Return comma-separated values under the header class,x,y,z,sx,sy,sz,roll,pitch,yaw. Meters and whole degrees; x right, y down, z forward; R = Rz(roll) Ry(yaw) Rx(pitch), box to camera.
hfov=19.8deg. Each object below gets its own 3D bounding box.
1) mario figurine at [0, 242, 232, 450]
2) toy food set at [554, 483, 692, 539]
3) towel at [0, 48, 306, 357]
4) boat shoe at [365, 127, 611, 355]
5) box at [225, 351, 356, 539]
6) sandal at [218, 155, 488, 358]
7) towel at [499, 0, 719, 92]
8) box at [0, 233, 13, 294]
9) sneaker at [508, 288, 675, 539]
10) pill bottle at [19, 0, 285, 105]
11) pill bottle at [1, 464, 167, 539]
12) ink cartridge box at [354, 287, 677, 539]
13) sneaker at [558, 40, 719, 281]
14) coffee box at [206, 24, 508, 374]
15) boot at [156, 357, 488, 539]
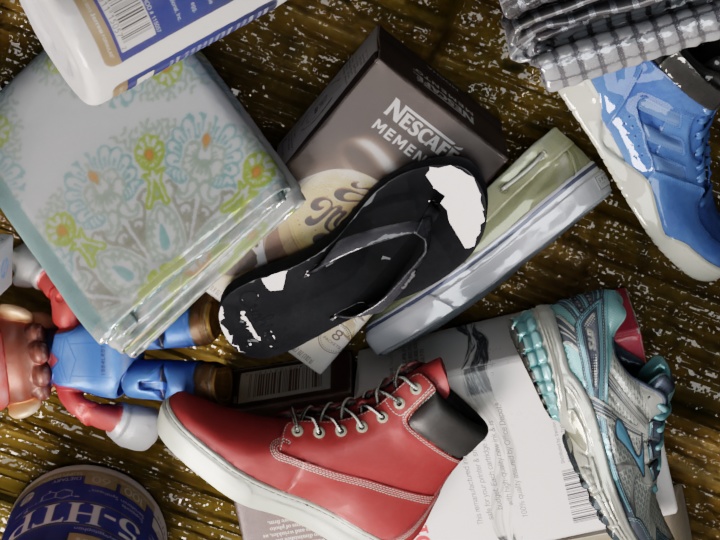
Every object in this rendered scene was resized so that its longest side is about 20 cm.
class,x,y,z,sx,sy,sz,roll,pitch,yaw
mario figurine,-0.185,0.050,1.421,0.199,0.124,0.106,0,152,12
toy food set,0.148,0.232,1.514,0.199,0.061,0.144,-11,124,6
towel,-0.151,-0.068,1.348,0.171,0.048,0.200,-40,76,13
boat shoe,0.078,-0.018,1.405,0.200,0.072,0.062,-38,83,11
box,-0.035,0.165,1.472,0.100,0.075,0.201,-9,111,3
sandal,0.000,0.001,1.330,0.200,0.043,0.076,-34,111,13
towel,0.159,-0.190,1.252,0.165,0.200,0.086,-17,111,6
box,-0.346,0.003,1.337,0.199,0.156,0.041,10,114,11
sneaker,0.174,0.103,1.353,0.086,0.078,0.201,-26,110,4
pill bottle,-0.108,-0.195,1.276,0.200,0.111,0.111,-31,111,-13
pill bottle,-0.201,0.231,1.430,0.119,0.200,0.120,0,113,0
ink cartridge box,0.107,0.111,1.440,0.199,0.084,0.145,-13,111,5
sneaker,0.218,-0.092,1.358,0.111,0.077,0.200,-29,103,22
coffee box,-0.008,-0.047,1.377,0.113,0.080,0.200,36,109,-13
boot,-0.022,0.095,1.353,0.199,0.072,0.145,27,110,-19
